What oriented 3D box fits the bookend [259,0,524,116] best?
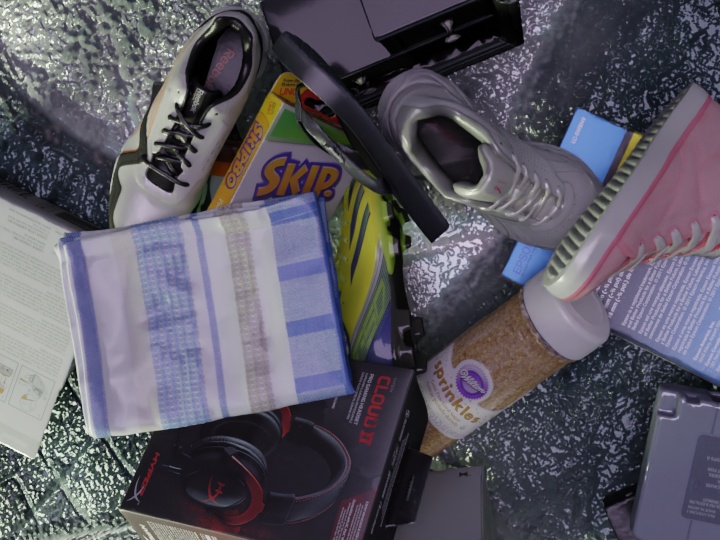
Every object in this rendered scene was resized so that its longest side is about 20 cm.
[{"bbox_3d":[0.013,-0.186,0.785,0.196,0.200,0.094,-20,90,10],"label":"bookend"}]

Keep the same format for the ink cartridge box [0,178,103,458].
[{"bbox_3d":[-0.309,0.035,0.938,0.160,0.057,0.203,24,106,7],"label":"ink cartridge box"}]

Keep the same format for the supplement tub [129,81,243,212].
[{"bbox_3d":[-0.141,-0.046,0.868,0.105,0.107,0.204,7,96,9],"label":"supplement tub"}]

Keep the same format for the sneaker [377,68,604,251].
[{"bbox_3d":[0.097,-0.061,0.755,0.198,0.100,0.079,28,109,-9],"label":"sneaker"}]

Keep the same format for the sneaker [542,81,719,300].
[{"bbox_3d":[0.212,-0.032,0.728,0.105,0.075,0.201,43,62,-1],"label":"sneaker"}]

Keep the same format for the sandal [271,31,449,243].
[{"bbox_3d":[-0.001,-0.081,0.752,0.043,0.076,0.200,-38,127,4],"label":"sandal"}]

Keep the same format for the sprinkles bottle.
[{"bbox_3d":[0.096,0.076,0.821,0.200,0.068,0.069,-41,86,32],"label":"sprinkles bottle"}]

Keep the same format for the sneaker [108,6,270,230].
[{"bbox_3d":[-0.129,-0.101,0.773,0.073,0.080,0.203,24,94,-8],"label":"sneaker"}]

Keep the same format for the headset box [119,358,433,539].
[{"bbox_3d":[-0.047,0.138,0.765,0.196,0.076,0.150,8,56,20],"label":"headset box"}]

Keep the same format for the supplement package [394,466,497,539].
[{"bbox_3d":[0.026,0.255,0.801,0.153,0.201,0.113,-8,112,10],"label":"supplement package"}]

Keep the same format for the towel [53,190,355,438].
[{"bbox_3d":[-0.110,0.031,0.750,0.196,0.024,0.150,-10,87,6],"label":"towel"}]

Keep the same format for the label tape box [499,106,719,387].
[{"bbox_3d":[0.227,-0.018,0.829,0.197,0.063,0.146,26,98,9],"label":"label tape box"}]

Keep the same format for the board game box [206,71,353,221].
[{"bbox_3d":[-0.068,-0.041,0.802,0.030,0.095,0.202,38,104,43],"label":"board game box"}]

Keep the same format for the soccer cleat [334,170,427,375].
[{"bbox_3d":[0.000,0.000,0.844,0.082,0.065,0.204,-13,69,18],"label":"soccer cleat"}]

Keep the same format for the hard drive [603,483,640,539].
[{"bbox_3d":[0.308,0.208,0.843,0.197,0.038,0.142,-25,89,11],"label":"hard drive"}]

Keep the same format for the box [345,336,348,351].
[{"bbox_3d":[-0.049,0.128,0.897,0.038,0.041,0.203,26,97,7],"label":"box"}]

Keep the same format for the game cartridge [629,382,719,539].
[{"bbox_3d":[0.306,0.167,0.796,0.196,0.040,0.136,11,100,7],"label":"game cartridge"}]
